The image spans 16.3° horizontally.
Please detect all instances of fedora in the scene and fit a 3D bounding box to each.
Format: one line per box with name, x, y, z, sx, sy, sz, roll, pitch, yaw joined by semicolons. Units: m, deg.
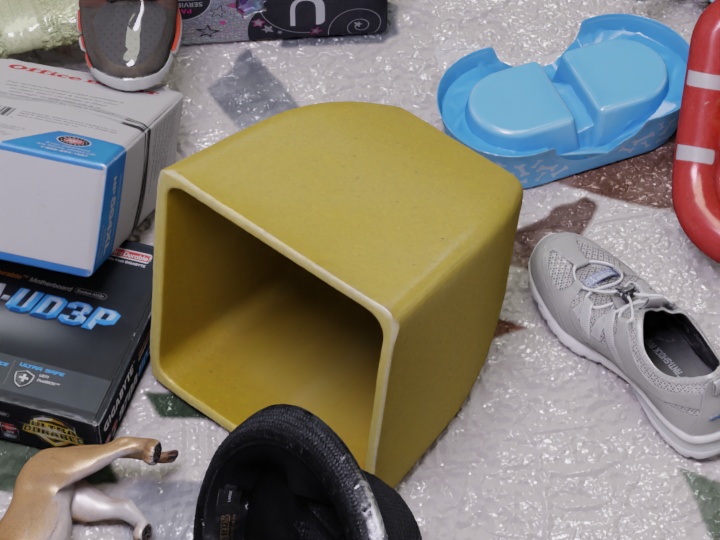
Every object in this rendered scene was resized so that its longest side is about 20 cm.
fedora;-0.017;0.179;1.550;0.092;0.201;0.201;2;42;-40

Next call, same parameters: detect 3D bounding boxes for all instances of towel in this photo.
towel;-0.277;-0.211;1.896;0.148;0.037;0.200;-15;33;-11

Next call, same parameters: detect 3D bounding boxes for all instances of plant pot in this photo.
plant pot;0.000;0.000;1.662;0.194;0.196;0.200;32;50;24

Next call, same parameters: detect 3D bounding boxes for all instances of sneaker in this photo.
sneaker;-0.163;-0.227;1.784;0.077;0.082;0.200;3;69;-1
sneaker;0.191;0.032;1.699;0.075;0.082;0.200;-30;57;-23

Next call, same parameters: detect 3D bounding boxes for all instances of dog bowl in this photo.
dog bowl;0.151;-0.121;1.850;0.200;0.050;0.112;-17;52;-15

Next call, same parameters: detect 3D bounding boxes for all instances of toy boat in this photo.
toy boat;0.284;-0.096;1.735;0.130;0.200;0.131;8;6;8

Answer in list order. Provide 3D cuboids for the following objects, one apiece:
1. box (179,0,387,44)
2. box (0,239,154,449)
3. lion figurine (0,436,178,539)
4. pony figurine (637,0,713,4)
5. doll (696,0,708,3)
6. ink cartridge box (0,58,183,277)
box;-0.083;-0.255;1.918;0.200;0.115;0.132;-5;51;-3
box;-0.241;0.036;1.716;0.200;0.046;0.159;14;51;11
lion figurine;-0.208;0.167;1.602;0.122;0.073;0.200;8;35;23
pony figurine;0.249;-0.276;1.906;0.167;0.193;0.200;-41;56;9
doll;0.307;-0.192;1.811;0.136;0.200;0.048;11;50;8
ink cartridge box;-0.219;-0.075;1.730;0.146;0.084;0.200;11;19;8
